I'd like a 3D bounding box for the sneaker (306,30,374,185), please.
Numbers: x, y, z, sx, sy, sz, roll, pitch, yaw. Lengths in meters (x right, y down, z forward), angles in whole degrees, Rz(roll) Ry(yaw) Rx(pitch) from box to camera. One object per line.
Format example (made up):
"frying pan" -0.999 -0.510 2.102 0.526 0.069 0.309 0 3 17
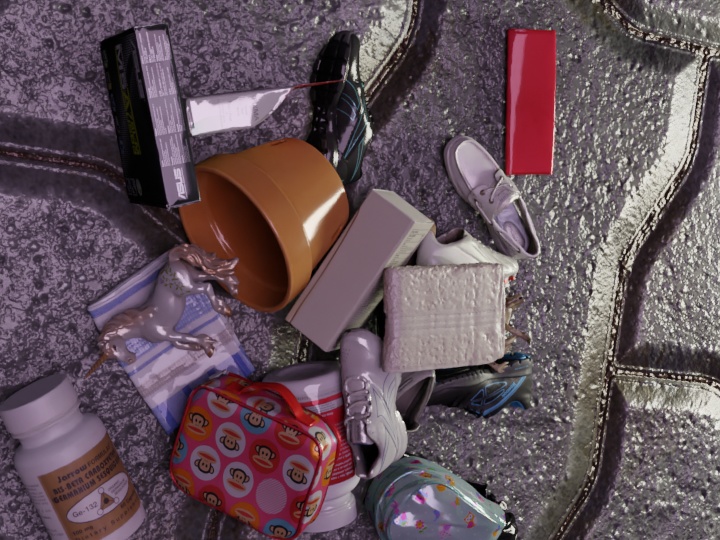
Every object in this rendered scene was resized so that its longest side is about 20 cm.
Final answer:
"sneaker" -0.023 -0.207 1.560 0.079 0.075 0.202 3 102 -34

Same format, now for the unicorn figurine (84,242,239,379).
"unicorn figurine" -0.233 0.055 1.463 0.136 0.074 0.202 23 92 -14

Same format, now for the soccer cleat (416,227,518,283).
"soccer cleat" 0.148 -0.019 1.616 0.199 0.069 0.079 -2 90 -48

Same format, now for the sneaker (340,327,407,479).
"sneaker" 0.011 0.168 1.505 0.087 0.074 0.202 -46 127 -57

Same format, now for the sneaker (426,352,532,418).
"sneaker" 0.155 0.171 1.662 0.198 0.073 0.083 -9 99 -21

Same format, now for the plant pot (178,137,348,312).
"plant pot" -0.109 -0.071 1.476 0.140 0.199 0.201 -38 109 -33

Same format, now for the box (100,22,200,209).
"box" -0.246 -0.176 1.393 0.047 0.193 0.202 -12 101 -20

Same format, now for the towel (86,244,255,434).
"towel" -0.235 0.086 1.516 0.146 0.024 0.201 -34 107 -16

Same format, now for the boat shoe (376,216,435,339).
"boat shoe" 0.046 0.018 1.601 0.070 0.070 0.203 14 80 -38

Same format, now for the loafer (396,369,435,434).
"loafer" 0.043 0.195 1.589 0.069 0.070 0.202 7 119 -29

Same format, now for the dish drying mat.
"dish drying mat" 0.238 -0.235 1.689 0.076 0.018 0.203 -2 97 -22

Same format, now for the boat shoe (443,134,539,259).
"boat shoe" 0.189 -0.101 1.652 0.071 0.069 0.201 -41 108 -12

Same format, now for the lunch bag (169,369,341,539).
"lunch bag" -0.128 0.215 1.475 0.198 0.082 0.178 24 110 17

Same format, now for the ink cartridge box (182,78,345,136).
"ink cartridge box" -0.134 -0.195 1.456 0.198 0.161 0.051 -8 98 -22

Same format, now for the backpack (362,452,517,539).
"backpack" 0.104 0.339 1.629 0.200 0.126 0.167 40 83 -18

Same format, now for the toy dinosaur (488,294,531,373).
"toy dinosaur" 0.165 0.088 1.639 0.199 0.101 0.059 -15 139 -42

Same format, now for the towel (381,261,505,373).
"towel" 0.106 0.057 1.523 0.198 0.034 0.134 -1 92 -38

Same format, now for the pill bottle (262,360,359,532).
"pill bottle" -0.060 0.227 1.556 0.111 0.112 0.202 -12 99 -21

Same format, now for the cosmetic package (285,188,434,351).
"cosmetic package" 0.000 0.000 1.525 0.073 0.103 0.201 36 100 13

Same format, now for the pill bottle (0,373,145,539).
"pill bottle" -0.346 0.232 1.434 0.114 0.114 0.202 -27 105 -18
